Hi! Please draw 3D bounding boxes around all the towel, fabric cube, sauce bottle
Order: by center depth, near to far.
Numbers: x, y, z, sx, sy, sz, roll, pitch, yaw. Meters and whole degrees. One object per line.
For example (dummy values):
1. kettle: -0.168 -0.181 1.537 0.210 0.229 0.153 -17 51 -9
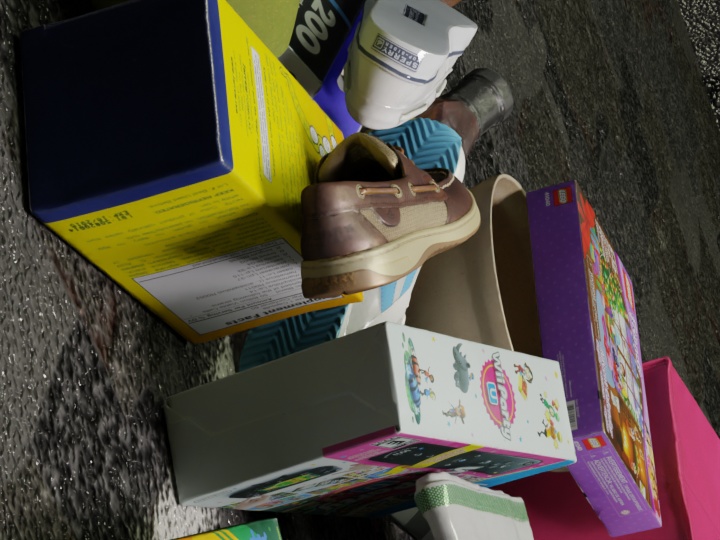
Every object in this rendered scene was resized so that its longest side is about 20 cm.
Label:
1. towel: 0.082 0.218 1.442 0.149 0.031 0.201 25 48 -65
2. sauce bottle: 0.031 -0.075 1.704 0.200 0.066 0.066 -40 118 -38
3. fabric cube: 0.169 0.209 1.837 0.199 0.195 0.201 51 30 -51

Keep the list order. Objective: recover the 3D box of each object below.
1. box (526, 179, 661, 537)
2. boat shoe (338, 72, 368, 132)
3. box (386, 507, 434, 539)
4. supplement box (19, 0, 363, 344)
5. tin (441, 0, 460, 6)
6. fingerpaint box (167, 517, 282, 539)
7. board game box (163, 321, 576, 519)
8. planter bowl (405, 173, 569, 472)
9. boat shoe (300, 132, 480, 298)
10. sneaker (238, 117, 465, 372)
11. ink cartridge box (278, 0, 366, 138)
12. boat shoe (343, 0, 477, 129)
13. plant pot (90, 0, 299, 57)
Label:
1. box: 0.157 0.059 1.723 0.137 0.039 0.201 55 26 -51
2. boat shoe: -0.036 -0.158 1.712 0.068 0.075 0.201 -34 115 -48
3. box: 0.083 0.190 1.605 0.200 0.041 0.156 43 -3 13
4. supplement box: -0.087 -0.053 1.367 0.200 0.108 0.110 46 33 -60
5. tin: 0.035 -0.207 1.756 0.042 0.200 0.112 39 46 -21
6. fingerpaint box: -0.073 0.227 1.231 0.167 0.073 0.201 5 71 -73
7. board game box: 0.009 0.088 1.427 0.200 0.147 0.065 12 63 -58
8. planter bowl: 0.059 0.050 1.714 0.200 0.134 0.201 -15 90 -73
9. boat shoe: 0.011 -0.040 1.368 0.200 0.072 0.072 -33 110 -66
10. sneaker: 0.000 0.000 1.539 0.200 0.076 0.081 -58 155 -2
11. ink cartridge box: -0.040 -0.185 1.585 0.200 0.043 0.198 50 34 -18
12. boat shoe: 0.021 -0.130 1.560 0.066 0.073 0.200 -62 175 16
13. plant pot: -0.096 -0.213 1.400 0.187 0.186 0.201 -70 155 -63
